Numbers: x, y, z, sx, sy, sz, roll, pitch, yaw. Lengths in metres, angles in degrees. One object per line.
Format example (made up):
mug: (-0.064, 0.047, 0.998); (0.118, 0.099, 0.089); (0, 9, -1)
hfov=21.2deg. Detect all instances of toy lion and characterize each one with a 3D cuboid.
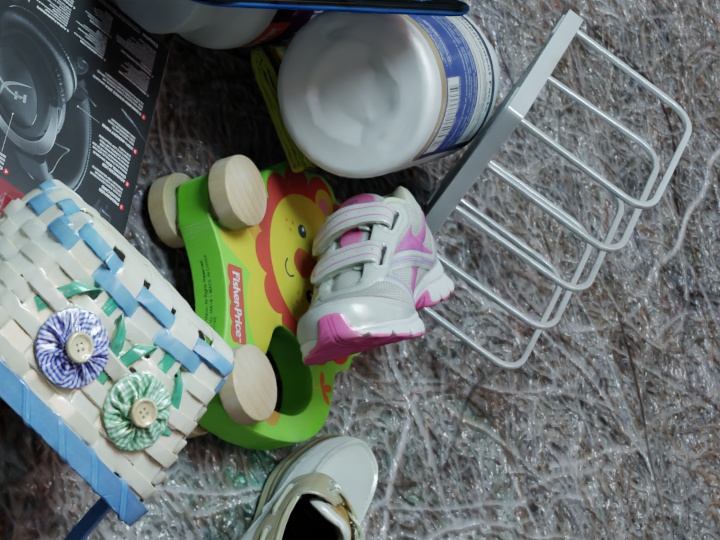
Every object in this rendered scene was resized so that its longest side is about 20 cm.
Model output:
toy lion: (-0.054, 0.021, 1.255); (0.191, 0.068, 0.202); (25, 55, -53)

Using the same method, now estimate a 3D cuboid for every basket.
basket: (-0.181, 0.066, 0.993); (0.176, 0.200, 0.139); (46, -2, -30)

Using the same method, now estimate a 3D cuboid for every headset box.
headset box: (-0.200, -0.079, 1.090); (0.149, 0.077, 0.202); (37, 49, -36)

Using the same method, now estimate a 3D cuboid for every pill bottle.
pill bottle: (0.029, -0.126, 1.301); (0.112, 0.110, 0.200); (70, 22, -1)
pill bottle: (-0.072, -0.206, 1.283); (0.199, 0.111, 0.112); (-16, 87, -53)

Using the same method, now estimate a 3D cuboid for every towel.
towel: (-0.020, -0.121, 1.351); (0.087, 0.018, 0.200); (69, 22, -2)

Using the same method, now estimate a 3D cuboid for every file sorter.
file sorter: (0.126, -0.051, 1.366); (0.124, 0.200, 0.139); (35, 42, -1)

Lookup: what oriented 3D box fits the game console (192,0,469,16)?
game console: (-0.053, -0.218, 1.144); (0.199, 0.118, 0.173); (-3, 79, -38)

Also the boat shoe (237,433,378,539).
boat shoe: (-0.031, 0.167, 1.202); (0.075, 0.068, 0.200); (59, 38, -15)

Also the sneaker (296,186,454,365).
sneaker: (0.000, 0.000, 1.237); (0.200, 0.081, 0.089); (-49, 122, -72)
